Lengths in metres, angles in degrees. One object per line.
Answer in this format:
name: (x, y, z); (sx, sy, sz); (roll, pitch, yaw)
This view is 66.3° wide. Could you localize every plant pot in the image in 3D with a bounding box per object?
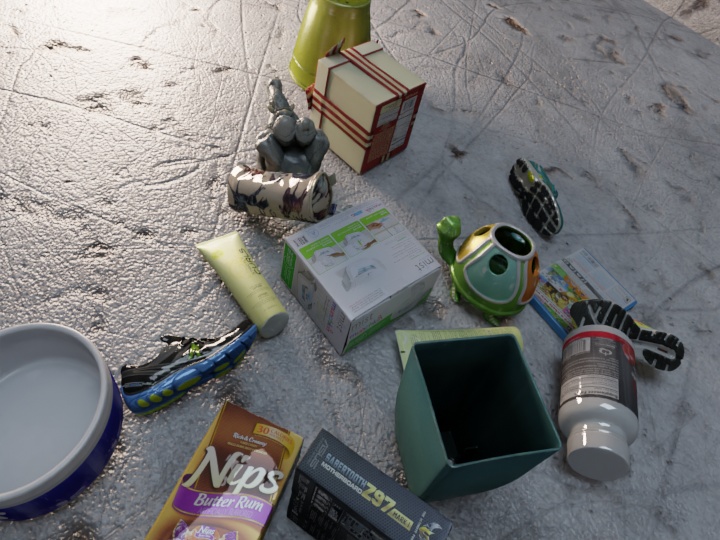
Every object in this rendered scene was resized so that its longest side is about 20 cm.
plant pot: (-0.054, -0.526, 1.229); (0.193, 0.196, 0.205); (8, 49, -9)
plant pot: (0.116, 0.199, 0.677); (0.136, 0.203, 0.145); (-2, 51, -17)

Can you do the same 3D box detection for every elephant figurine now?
elephant figurine: (-0.137, -0.242, 1.026); (0.140, 0.157, 0.201); (33, 10, -32)

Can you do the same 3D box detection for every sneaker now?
sneaker: (0.376, -0.157, 1.132); (0.077, 0.078, 0.205); (8, 49, -21)
sneaker: (0.432, 0.108, 0.926); (0.195, 0.090, 0.080); (27, 91, -4)
sneaker: (-0.226, 0.112, 0.738); (0.196, 0.072, 0.084); (-26, 67, -28)

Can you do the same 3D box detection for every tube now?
tube: (0.152, 0.119, 0.850); (0.192, 0.054, 0.058); (-3, 10, -14)
tube: (-0.180, 0.014, 0.849); (0.201, 0.052, 0.058); (50, 12, 30)

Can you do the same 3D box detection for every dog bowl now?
dog bowl: (-0.379, 0.168, 0.627); (0.192, 0.080, 0.206); (3, 54, -4)

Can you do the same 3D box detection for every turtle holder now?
turtle holder: (0.221, -0.020, 0.933); (0.137, 0.134, 0.188); (-17, 58, -27)

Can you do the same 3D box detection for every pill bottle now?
pill bottle: (0.349, 0.191, 0.810); (0.107, 0.112, 0.203); (21, 49, 3)

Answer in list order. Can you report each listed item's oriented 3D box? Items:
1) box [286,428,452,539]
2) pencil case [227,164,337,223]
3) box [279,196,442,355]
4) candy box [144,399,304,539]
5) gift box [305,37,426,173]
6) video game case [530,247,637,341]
box: (-0.002, 0.266, 0.589); (0.155, 0.203, 0.051); (32, 55, 13)
pencil case: (-0.134, -0.129, 0.910); (0.194, 0.080, 0.090); (10, 39, 30)
box: (0.000, 0.000, 0.877); (0.197, 0.098, 0.177); (-28, 63, -33)
candy box: (-0.156, 0.269, 0.640); (0.113, 0.057, 0.203); (22, 48, 4)
gift box: (0.010, -0.348, 1.104); (0.186, 0.204, 0.183); (40, 47, 21)
video game case: (0.398, 0.044, 1.007); (0.196, 0.018, 0.144); (-22, 61, -30)
